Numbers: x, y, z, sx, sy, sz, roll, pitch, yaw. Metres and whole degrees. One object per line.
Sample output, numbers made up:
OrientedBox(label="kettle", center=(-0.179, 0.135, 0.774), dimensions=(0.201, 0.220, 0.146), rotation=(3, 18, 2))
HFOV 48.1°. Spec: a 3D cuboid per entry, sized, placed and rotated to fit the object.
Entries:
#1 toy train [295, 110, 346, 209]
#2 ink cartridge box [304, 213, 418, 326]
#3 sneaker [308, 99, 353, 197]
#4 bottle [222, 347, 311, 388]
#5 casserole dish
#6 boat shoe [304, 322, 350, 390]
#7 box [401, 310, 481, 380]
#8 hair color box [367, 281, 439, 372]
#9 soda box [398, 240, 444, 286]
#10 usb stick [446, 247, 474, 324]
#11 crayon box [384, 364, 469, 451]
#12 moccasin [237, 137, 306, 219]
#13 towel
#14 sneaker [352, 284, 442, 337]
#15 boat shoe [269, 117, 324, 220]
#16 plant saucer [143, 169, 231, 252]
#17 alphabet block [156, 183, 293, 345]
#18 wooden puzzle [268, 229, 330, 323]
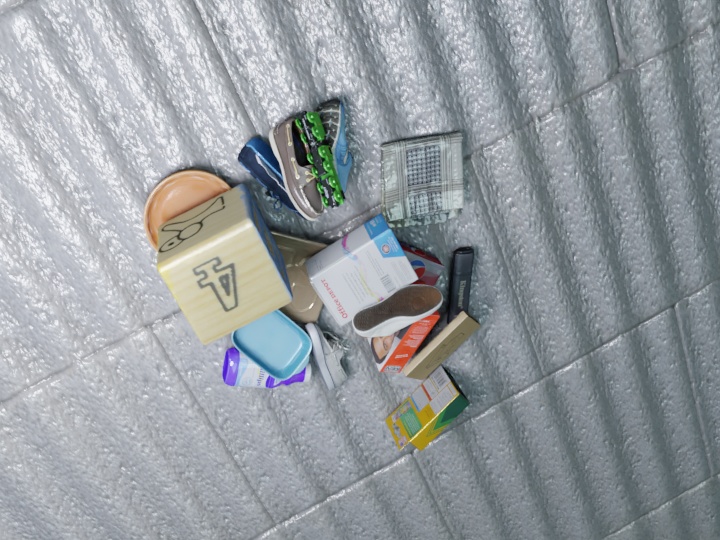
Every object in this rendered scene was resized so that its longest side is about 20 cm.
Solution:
OrientedBox(label="toy train", center=(-0.074, -0.216, 1.579), dimensions=(0.041, 0.056, 0.204), rotation=(-21, 86, 29))
OrientedBox(label="ink cartridge box", center=(0.000, 0.000, 1.698), dimensions=(0.198, 0.085, 0.146), rotation=(-31, 122, 2))
OrientedBox(label="sneaker", center=(-0.057, -0.246, 1.652), dimensions=(0.089, 0.077, 0.205), rotation=(-14, 112, -54))
OrientedBox(label="bottle", center=(-0.210, 0.223, 1.819), dimensions=(0.195, 0.065, 0.085), rotation=(8, 109, -21))
OrientedBox(label="casserole dish", center=(-0.194, 0.149, 1.749), dimensions=(0.199, 0.039, 0.122), rotation=(42, 85, -25))
OrientedBox(label="boat shoe", center=(-0.065, 0.185, 1.842), dimensions=(0.085, 0.075, 0.205), rotation=(-27, 128, -12))
OrientedBox(label="box", center=(0.193, 0.180, 1.899), dimensions=(0.200, 0.021, 0.163), rotation=(-45, 158, 7))
OrientedBox(label="hair color box", center=(0.094, 0.128, 1.813), dimensions=(0.060, 0.103, 0.202), rotation=(5, 133, -29))
OrientedBox(label="soda box", center=(0.085, -0.025, 1.798), dimensions=(0.197, 0.064, 0.071), rotation=(20, 108, -25))
OrientedBox(label="usb stick", center=(0.234, 0.041, 1.893), dimensions=(0.054, 0.033, 0.204), rotation=(-8, 118, -22))
OrientedBox(label="crayon box", center=(0.160, 0.344, 1.961), dimensions=(0.200, 0.126, 0.051), rotation=(-45, 120, 7))
OrientedBox(label="moccasin", center=(-0.167, -0.180, 1.643), dimensions=(0.068, 0.081, 0.201), rotation=(-33, 104, 32))
OrientedBox(label="towel", center=(0.135, -0.189, 1.752), dimensions=(0.188, 0.035, 0.204), rotation=(-10, 118, -13))
OrientedBox(label="sneaker", center=(0.080, 0.088, 1.705), dimensions=(0.196, 0.074, 0.085), rotation=(-18, 157, 2))
OrientedBox(label="boat shoe", center=(-0.116, -0.200, 1.599), dimensions=(0.071, 0.059, 0.204), rotation=(-20, 88, -51))
OrientedBox(label="plant saucer", center=(-0.340, -0.109, 1.636), dimensions=(0.195, 0.038, 0.205), rotation=(-7, 116, -15))
OrientedBox(label="alphabet block", center=(-0.264, -0.015, 1.568), dimensions=(0.197, 0.196, 0.199), rotation=(-25, 118, 1))
OrientedBox(label="wooden puzzle", center=(-0.154, 0.012, 1.752), dimensions=(0.181, 0.047, 0.203), rotation=(13, 114, -22))
